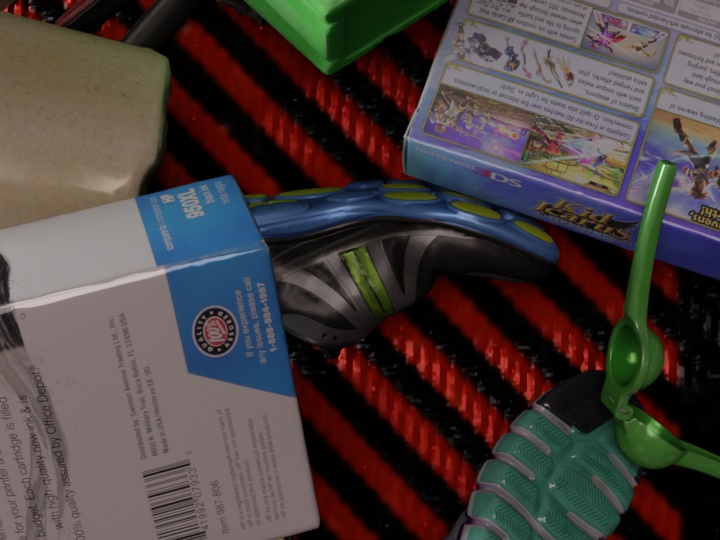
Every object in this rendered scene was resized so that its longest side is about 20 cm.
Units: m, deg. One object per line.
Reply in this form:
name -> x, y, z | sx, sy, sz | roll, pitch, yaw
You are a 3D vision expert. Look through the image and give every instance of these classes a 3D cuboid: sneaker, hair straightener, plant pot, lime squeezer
sneaker -> 0.000, 0.000, 0.791 | 0.198, 0.071, 0.083 | -5, 104, 1
hair straightener -> -0.063, -0.160, 0.829 | 0.200, 0.041, 0.077 | -40, 82, -6
plant pot -> -0.187, -0.047, 0.754 | 0.182, 0.200, 0.202 | 7, 83, -7
lime squeezer -> 0.145, 0.050, 0.735 | 0.070, 0.038, 0.201 | -19, 114, 12
sneaker -> 0.061, 0.129, 0.762 | 0.074, 0.087, 0.200 | 47, 61, -14

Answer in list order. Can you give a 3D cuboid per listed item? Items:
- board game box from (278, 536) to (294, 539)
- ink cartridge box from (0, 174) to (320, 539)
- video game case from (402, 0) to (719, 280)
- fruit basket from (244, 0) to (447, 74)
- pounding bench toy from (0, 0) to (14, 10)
board game box -> -0.091, 0.168, 0.783 | 0.135, 0.035, 0.201 | -25, 81, 0
ink cartridge box -> -0.130, 0.058, 0.680 | 0.198, 0.084, 0.146 | -14, 118, -10
video game case -> 0.142, -0.101, 0.777 | 0.198, 0.046, 0.182 | 19, 68, 7
fruit basket -> -0.004, -0.222, 0.746 | 0.213, 0.156, 0.218 | 0, 80, -1
pounding bench toy -> -0.149, -0.246, 0.796 | 0.155, 0.124, 0.202 | -14, 93, 1
